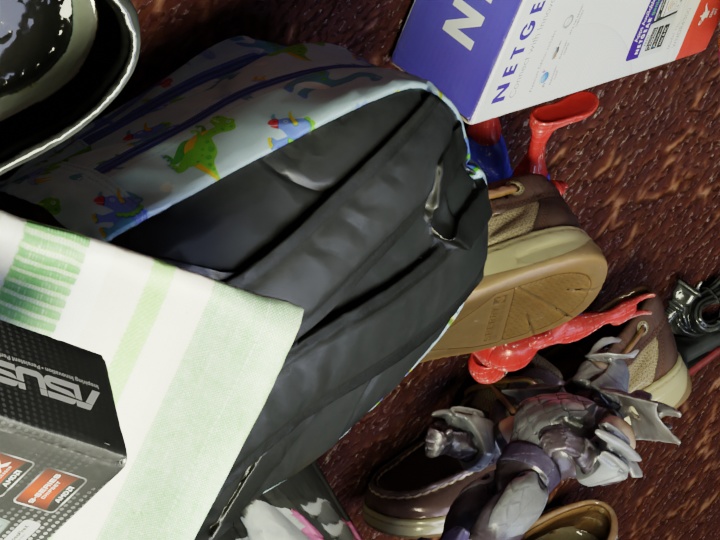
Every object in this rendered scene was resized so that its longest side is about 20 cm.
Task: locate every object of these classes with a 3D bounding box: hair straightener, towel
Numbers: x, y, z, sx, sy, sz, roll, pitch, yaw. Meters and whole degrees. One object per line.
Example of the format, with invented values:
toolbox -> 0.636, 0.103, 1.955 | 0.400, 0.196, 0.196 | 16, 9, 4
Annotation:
hair straightener -> 0.185, 0.039, 1.617 | 0.200, 0.041, 0.077 | -23, 144, -45
towel -> -0.139, 0.045, 0.944 | 0.023, 0.200, 0.153 | -96, -152, -60

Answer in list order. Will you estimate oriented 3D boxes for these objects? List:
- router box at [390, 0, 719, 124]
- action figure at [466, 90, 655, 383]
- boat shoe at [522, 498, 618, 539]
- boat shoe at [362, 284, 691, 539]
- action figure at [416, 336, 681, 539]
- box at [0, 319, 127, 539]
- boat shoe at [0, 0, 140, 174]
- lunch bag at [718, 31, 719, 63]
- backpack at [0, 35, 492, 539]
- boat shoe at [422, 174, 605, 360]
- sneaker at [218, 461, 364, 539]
router box -> 0.116, -0.169, 1.205 | 0.179, 0.049, 0.200 | -21, 142, -48
action figure -> 0.089, -0.025, 1.336 | 0.099, 0.065, 0.200 | -24, 145, -29
boat shoe -> 0.079, 0.187, 1.616 | 0.200, 0.076, 0.072 | -38, 150, -46
boat shoe -> 0.080, 0.067, 1.468 | 0.200, 0.072, 0.072 | -26, 116, -24
action figure -> 0.068, 0.103, 1.348 | 0.200, 0.069, 0.130 | -50, -163, -25
box -> -0.194, 0.078, 0.887 | 0.160, 0.044, 0.200 | 22, 127, -39
boat shoe -> -0.160, -0.043, 0.855 | 0.201, 0.063, 0.074 | -28, 122, -17
lunch bag -> 0.223, -0.165, 1.283 | 0.200, 0.082, 0.176 | -62, 171, -68
backpack -> -0.045, -0.003, 1.059 | 0.200, 0.154, 0.163 | -30, 123, -16
boat shoe -> 0.000, 0.000, 1.206 | 0.200, 0.072, 0.072 | -14, 150, -17
sneaker -> -0.076, 0.120, 1.276 | 0.086, 0.080, 0.200 | -36, 163, 23
